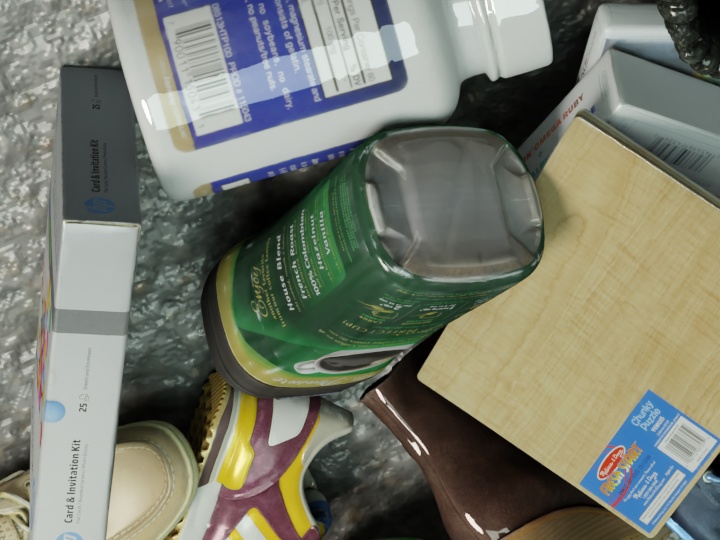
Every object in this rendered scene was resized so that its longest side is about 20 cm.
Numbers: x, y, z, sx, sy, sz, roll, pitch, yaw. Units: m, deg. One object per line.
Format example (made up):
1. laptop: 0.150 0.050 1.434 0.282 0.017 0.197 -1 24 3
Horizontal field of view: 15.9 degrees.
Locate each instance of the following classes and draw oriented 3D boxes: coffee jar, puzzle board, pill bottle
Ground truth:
1. coffee jar: 0.000 0.000 1.289 0.104 0.086 0.200 -4 162 -31
2. puzzle board: 0.129 0.029 1.281 0.150 0.017 0.200 34 132 5
3. pill bottle: -0.014 -0.116 1.247 0.199 0.120 0.120 -15 123 0

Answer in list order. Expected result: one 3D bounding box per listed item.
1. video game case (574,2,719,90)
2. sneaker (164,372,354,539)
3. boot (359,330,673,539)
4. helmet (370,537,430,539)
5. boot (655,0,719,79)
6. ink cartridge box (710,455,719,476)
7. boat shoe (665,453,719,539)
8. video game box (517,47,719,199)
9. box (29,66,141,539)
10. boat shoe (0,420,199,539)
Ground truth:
1. video game case: 0.202 -0.068 1.337 0.199 0.023 0.182 0 141 -9
2. sneaker: -0.065 0.153 1.432 0.090 0.075 0.201 13 119 -11
3. boot: 0.095 0.096 1.411 0.072 0.200 0.167 -40 85 30
4. helmet: 0.024 0.239 1.416 0.199 0.201 0.191 -21 154 4
5. boot: 0.115 -0.188 1.201 0.211 0.158 0.079 31 112 -26
6. ink cartridge box: 0.290 0.107 1.460 0.199 0.085 0.146 -23 122 3
7. boat shoe: 0.184 0.101 1.350 0.200 0.084 0.069 37 115 -13
8. video game box: 0.161 -0.019 1.338 0.199 0.047 0.182 16 135 -27
9. box: -0.140 0.022 1.290 0.041 0.156 0.201 3 122 -9
10. boat shoe: -0.177 0.142 1.387 0.199 0.065 0.072 -26 83 20
